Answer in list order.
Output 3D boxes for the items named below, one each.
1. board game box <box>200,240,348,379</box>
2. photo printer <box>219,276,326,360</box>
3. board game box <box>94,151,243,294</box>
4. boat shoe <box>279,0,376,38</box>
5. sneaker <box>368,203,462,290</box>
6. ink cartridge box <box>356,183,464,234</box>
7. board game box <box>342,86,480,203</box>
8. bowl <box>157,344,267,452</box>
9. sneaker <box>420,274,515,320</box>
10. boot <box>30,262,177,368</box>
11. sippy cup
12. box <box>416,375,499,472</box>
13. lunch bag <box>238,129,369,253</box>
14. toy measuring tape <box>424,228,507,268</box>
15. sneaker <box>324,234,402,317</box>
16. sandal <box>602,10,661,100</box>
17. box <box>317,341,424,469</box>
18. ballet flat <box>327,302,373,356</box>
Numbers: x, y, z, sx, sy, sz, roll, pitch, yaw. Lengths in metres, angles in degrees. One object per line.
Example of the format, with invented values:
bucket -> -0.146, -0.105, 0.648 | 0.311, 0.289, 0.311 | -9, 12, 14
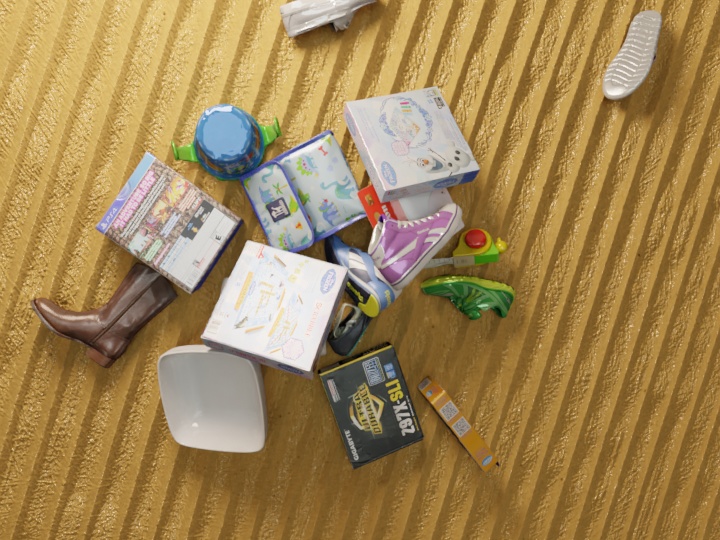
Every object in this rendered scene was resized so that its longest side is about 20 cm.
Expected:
board game box -> -0.142, 0.063, 0.995 | 0.195, 0.041, 0.203 | 15, 61, 11
photo printer -> -0.165, 0.083, 1.085 | 0.195, 0.069, 0.171 | -5, 93, -2
board game box -> -0.337, -0.083, 1.043 | 0.198, 0.097, 0.161 | 36, 87, -9
boat shoe -> -0.051, -0.486, 1.085 | 0.196, 0.072, 0.070 | -20, 117, -14
sneaker -> 0.094, -0.075, 1.022 | 0.115, 0.072, 0.201 | 48, 67, -11
ink cartridge box -> 0.100, -0.114, 1.082 | 0.199, 0.056, 0.165 | -35, 101, -47
board game box -> 0.092, -0.237, 1.068 | 0.195, 0.044, 0.203 | -14, 68, -20
bowl -> -0.258, 0.221, 1.049 | 0.195, 0.075, 0.204 | 1, 111, 12
sneaker -> 0.215, 0.054, 1.147 | 0.195, 0.074, 0.086 | 9, 88, -9
boot -> -0.457, 0.047, 1.047 | 0.186, 0.064, 0.200 | 43, 89, -21
sippy cup -> -0.239, -0.235, 1.034 | 0.139, 0.130, 0.179 | 40, 87, -8
box -> 0.194, 0.307, 1.134 | 0.041, 0.119, 0.201 | -36, 97, -5
lunch bag -> -0.104, -0.138, 1.069 | 0.197, 0.128, 0.173 | -25, 99, 5
toy measuring tape -> 0.192, -0.044, 1.152 | 0.195, 0.074, 0.075 | -6, 94, 10
sneaker -> 0.000, 0.000, 1.082 | 0.081, 0.075, 0.201 | -26, 56, -23
sandal -> 0.567, -0.434, 1.185 | 0.050, 0.082, 0.206 | 31, 85, -52
box -> 0.021, 0.265, 1.142 | 0.157, 0.049, 0.204 | -20, 96, -9
ballet flat -> 0.003, 0.072, 1.116 | 0.073, 0.073, 0.201 | 37, 89, -9
